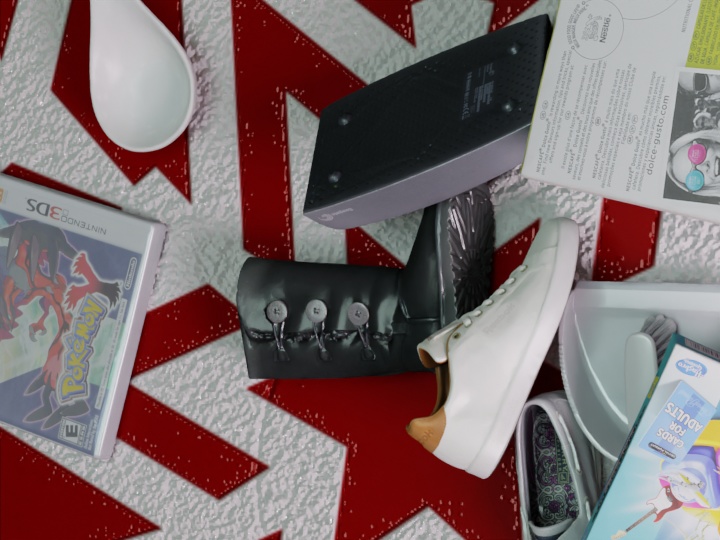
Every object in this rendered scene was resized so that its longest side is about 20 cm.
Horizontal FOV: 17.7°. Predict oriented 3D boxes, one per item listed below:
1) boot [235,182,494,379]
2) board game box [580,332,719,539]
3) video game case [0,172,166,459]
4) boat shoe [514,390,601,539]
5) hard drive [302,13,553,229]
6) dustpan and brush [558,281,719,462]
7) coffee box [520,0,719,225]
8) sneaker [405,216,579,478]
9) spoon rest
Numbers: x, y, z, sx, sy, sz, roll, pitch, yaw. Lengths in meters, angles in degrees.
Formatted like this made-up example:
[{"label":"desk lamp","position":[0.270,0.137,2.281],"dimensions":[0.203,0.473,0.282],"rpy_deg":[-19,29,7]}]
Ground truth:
[{"label":"boot","position":[0.000,0.001,1.757],"dimensions":[0.200,0.066,0.165],"rpy_deg":[-1,85,34]},{"label":"board game box","position":[0.242,0.165,1.580],"dimensions":[0.151,0.047,0.200],"rpy_deg":[23,100,3]},{"label":"video game case","position":[-0.260,0.035,1.922],"dimensions":[0.182,0.023,0.201],"rpy_deg":[17,96,30]},{"label":"boat shoe","position":[0.145,0.186,1.654],"dimensions":[0.072,0.068,0.201],"rpy_deg":[-4,86,32]},{"label":"hard drive","position":[0.055,-0.104,1.700],"dimensions":[0.200,0.042,0.135],"rpy_deg":[-21,38,26]},{"label":"dustpan and brush","position":[0.202,0.112,1.630],"dimensions":[0.139,0.057,0.201],"rpy_deg":[1,98,29]},{"label":"coffee box","position":[0.250,-0.132,1.536],"dimensions":[0.197,0.200,0.201],"rpy_deg":[15,95,30]},{"label":"sneaker","position":[0.093,0.041,1.654],"dimensions":[0.084,0.073,0.200],"rpy_deg":[24,74,-2]},{"label":"spoon rest","position":[-0.185,-0.194,1.869],"dimensions":[0.099,0.061,0.201],"rpy_deg":[-17,79,28]}]
